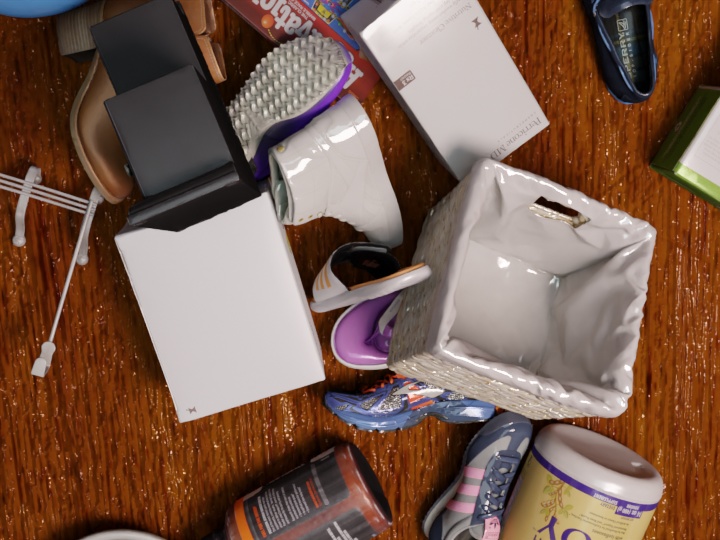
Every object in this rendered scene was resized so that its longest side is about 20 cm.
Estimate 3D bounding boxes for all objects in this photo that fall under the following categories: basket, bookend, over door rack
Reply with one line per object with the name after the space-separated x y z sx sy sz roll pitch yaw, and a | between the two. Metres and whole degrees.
0.152 0.032 0.966 0.198 0.161 0.201 20 70 -12 | basket
-0.170 -0.141 0.834 0.092 0.200 0.199 -23 92 0 | bookend
-0.358 -0.009 0.999 0.147 0.067 0.201 17 80 -8 | over door rack

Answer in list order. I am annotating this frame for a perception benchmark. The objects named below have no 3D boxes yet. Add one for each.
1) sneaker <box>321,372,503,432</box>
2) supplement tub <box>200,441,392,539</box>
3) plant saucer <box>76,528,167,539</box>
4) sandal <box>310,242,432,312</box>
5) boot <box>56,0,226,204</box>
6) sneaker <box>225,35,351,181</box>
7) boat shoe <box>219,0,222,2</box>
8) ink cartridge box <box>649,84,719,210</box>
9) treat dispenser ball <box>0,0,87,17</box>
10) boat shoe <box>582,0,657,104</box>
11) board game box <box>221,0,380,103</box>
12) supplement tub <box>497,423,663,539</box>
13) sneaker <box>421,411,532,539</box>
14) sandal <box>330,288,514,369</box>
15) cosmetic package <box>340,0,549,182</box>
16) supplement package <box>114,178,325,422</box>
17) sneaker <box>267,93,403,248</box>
0.055 0.127 1.075 0.199 0.075 0.079 -5 95 -11 | sneaker
-0.073 0.276 1.074 0.199 0.107 0.107 -29 103 2 | supplement tub
-0.264 0.375 1.111 0.199 0.050 0.201 -1 102 -4 | plant saucer
0.007 -0.002 0.981 0.079 0.207 0.059 -18 89 -26 | sandal
-0.204 -0.172 0.967 0.154 0.074 0.201 -8 102 7 | boot
-0.070 -0.153 0.971 0.200 0.099 0.070 -38 71 30 | sneaker
-0.116 -0.292 0.958 0.200 0.073 0.065 24 86 -27 | boat shoe
0.425 -0.156 1.028 0.147 0.076 0.200 29 98 -9 | ink cartridge box
-0.300 -0.326 0.870 0.200 0.201 0.202 -1 103 -4 | treat dispenser ball
0.269 -0.269 0.993 0.084 0.069 0.201 -23 103 1 | boat shoe
-0.043 -0.249 0.947 0.200 0.019 0.103 34 92 -40 | board game box
0.227 0.285 1.078 0.145 0.145 0.201 19 101 -8 | supplement tub
0.140 0.246 1.074 0.070 0.082 0.201 10 118 -28 | sneaker
0.065 0.047 1.047 0.202 0.050 0.083 -15 72 -7 | sandal
0.084 -0.195 0.965 0.113 0.081 0.200 -39 119 4 | cosmetic package
-0.137 0.027 1.010 0.155 0.111 0.201 -16 104 0 | supplement package
-0.029 -0.072 0.973 0.115 0.074 0.200 -32 140 -8 | sneaker
